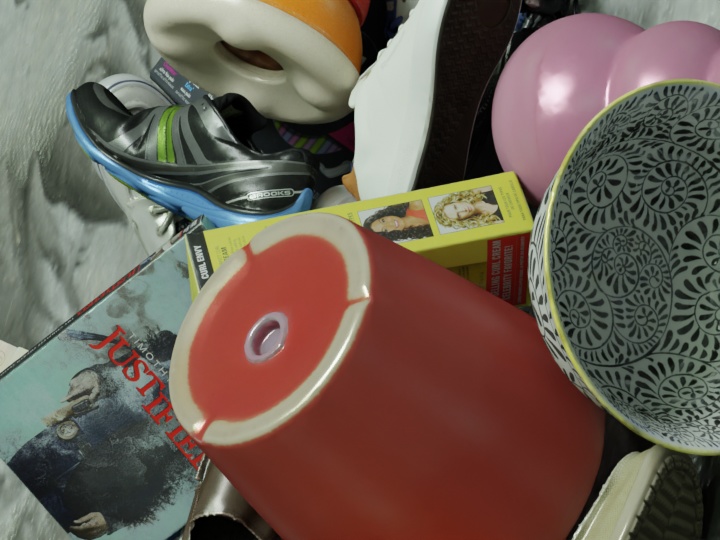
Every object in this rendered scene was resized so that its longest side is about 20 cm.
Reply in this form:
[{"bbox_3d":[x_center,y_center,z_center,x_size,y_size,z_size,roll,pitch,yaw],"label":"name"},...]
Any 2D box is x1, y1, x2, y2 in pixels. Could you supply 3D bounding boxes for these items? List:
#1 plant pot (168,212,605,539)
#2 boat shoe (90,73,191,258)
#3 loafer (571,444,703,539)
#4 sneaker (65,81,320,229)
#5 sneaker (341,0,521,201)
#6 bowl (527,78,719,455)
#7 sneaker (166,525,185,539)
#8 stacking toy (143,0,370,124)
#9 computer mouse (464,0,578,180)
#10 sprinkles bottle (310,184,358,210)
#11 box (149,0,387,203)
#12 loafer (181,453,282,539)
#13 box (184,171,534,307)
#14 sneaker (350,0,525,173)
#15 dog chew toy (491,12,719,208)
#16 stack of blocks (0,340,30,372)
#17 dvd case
[{"bbox_3d":[0.004,0.073,1.388,0.200,0.177,0.201,-27,44,29],"label":"plant pot"},{"bbox_3d":[-0.120,-0.035,1.675,0.071,0.201,0.070,-25,24,-13],"label":"boat shoe"},{"bbox_3d":[0.121,0.182,1.376,0.068,0.076,0.201,16,78,42],"label":"loafer"},{"bbox_3d":[-0.101,-0.075,1.577,0.199,0.071,0.083,25,87,35],"label":"sneaker"},{"bbox_3d":[0.033,-0.126,1.511,0.084,0.073,0.201,28,105,40],"label":"sneaker"},{"bbox_3d":[0.159,0.003,1.385,0.094,0.200,0.202,-14,53,59],"label":"bowl"},{"bbox_3d":[-0.116,0.228,1.585,0.077,0.076,0.201,-15,54,33],"label":"sneaker"},{"bbox_3d":[-0.038,-0.206,1.597,0.146,0.146,0.201,1,63,46],"label":"stacking toy"},{"bbox_3d":[0.084,-0.097,1.587,0.053,0.138,0.201,33,98,14],"label":"computer mouse"},{"bbox_3d":[-0.046,0.030,1.606,0.200,0.068,0.069,-49,36,40],"label":"sprinkles bottle"},{"bbox_3d":[-0.025,-0.162,1.715,0.200,0.122,0.106,-52,40,5],"label":"box"},{"bbox_3d":[-0.063,0.135,1.499,0.071,0.073,0.201,-85,9,-86],"label":"loafer"},{"bbox_3d":[0.000,0.000,1.477,0.199,0.076,0.050,-11,50,-9],"label":"box"},{"bbox_3d":[0.039,-0.145,1.653,0.201,0.088,0.075,-58,15,-5],"label":"sneaker"},{"bbox_3d":[0.177,-0.090,1.474,0.199,0.124,0.125,-1,64,35],"label":"dog chew toy"},{"bbox_3d":[-0.187,0.104,1.709,0.199,0.115,0.059,19,78,50],"label":"stack of blocks"},{"bbox_3d":[-0.125,0.080,1.549,0.200,0.146,0.022,-36,11,15],"label":"dvd case"}]
